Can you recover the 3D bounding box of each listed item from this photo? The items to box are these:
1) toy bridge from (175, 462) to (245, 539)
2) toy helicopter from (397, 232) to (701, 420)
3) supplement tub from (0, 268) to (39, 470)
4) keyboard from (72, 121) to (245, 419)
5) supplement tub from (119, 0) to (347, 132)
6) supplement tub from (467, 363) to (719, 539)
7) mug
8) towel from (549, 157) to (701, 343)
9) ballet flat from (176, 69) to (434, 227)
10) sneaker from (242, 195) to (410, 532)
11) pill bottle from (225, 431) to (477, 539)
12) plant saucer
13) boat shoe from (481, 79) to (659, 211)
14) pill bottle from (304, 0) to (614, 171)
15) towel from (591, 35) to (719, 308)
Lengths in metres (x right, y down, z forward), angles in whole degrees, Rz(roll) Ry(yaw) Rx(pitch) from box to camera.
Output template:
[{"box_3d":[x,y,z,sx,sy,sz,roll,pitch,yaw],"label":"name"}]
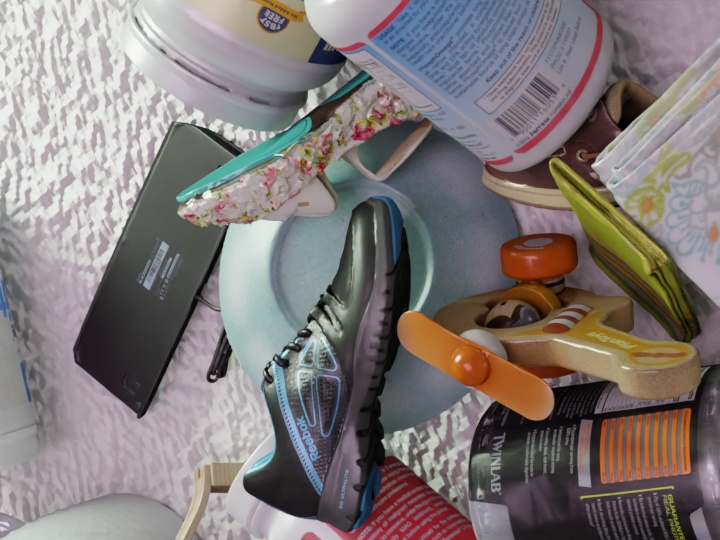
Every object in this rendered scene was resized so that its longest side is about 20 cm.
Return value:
[{"box_3d":[-0.098,0.226,1.497,0.027,0.067,0.202,150,120,-62],"label":"toy bridge"},{"box_3d":[0.111,0.042,1.302,0.200,0.132,0.079,17,117,55],"label":"toy helicopter"},{"box_3d":[-0.303,0.045,1.581,0.131,0.132,0.202,-13,92,30],"label":"supplement tub"},{"box_3d":[-0.115,0.010,1.536,0.127,0.021,0.201,37,114,26],"label":"keyboard"},{"box_3d":[-0.050,-0.201,1.396,0.145,0.145,0.201,38,113,19],"label":"supplement tub"},{"box_3d":[0.173,0.121,1.332,0.199,0.122,0.123,-9,93,30],"label":"supplement tub"},{"box_3d":[-0.218,0.223,1.533,0.200,0.175,0.148,36,112,20],"label":"mug"},{"box_3d":[0.148,-0.007,1.291,0.086,0.200,0.018,42,89,18],"label":"towel"},{"box_3d":[-0.016,-0.072,1.386,0.199,0.076,0.064,-35,100,-6],"label":"ballet flat"},{"box_3d":[-0.019,0.052,1.359,0.081,0.073,0.202,12,95,11],"label":"sneaker"},{"box_3d":[0.014,0.183,1.434,0.200,0.112,0.113,40,114,19],"label":"pill bottle"},{"box_3d":[0.000,0.000,1.422,0.199,0.039,0.203,-3,81,16],"label":"plant saucer"},{"box_3d":[0.156,-0.076,1.329,0.199,0.072,0.073,4,107,41],"label":"boat shoe"},{"box_3d":[0.041,-0.152,1.296,0.200,0.109,0.109,36,120,-24],"label":"pill bottle"},{"box_3d":[0.245,-0.047,1.221,0.171,0.048,0.200,-44,108,10],"label":"towel"}]
